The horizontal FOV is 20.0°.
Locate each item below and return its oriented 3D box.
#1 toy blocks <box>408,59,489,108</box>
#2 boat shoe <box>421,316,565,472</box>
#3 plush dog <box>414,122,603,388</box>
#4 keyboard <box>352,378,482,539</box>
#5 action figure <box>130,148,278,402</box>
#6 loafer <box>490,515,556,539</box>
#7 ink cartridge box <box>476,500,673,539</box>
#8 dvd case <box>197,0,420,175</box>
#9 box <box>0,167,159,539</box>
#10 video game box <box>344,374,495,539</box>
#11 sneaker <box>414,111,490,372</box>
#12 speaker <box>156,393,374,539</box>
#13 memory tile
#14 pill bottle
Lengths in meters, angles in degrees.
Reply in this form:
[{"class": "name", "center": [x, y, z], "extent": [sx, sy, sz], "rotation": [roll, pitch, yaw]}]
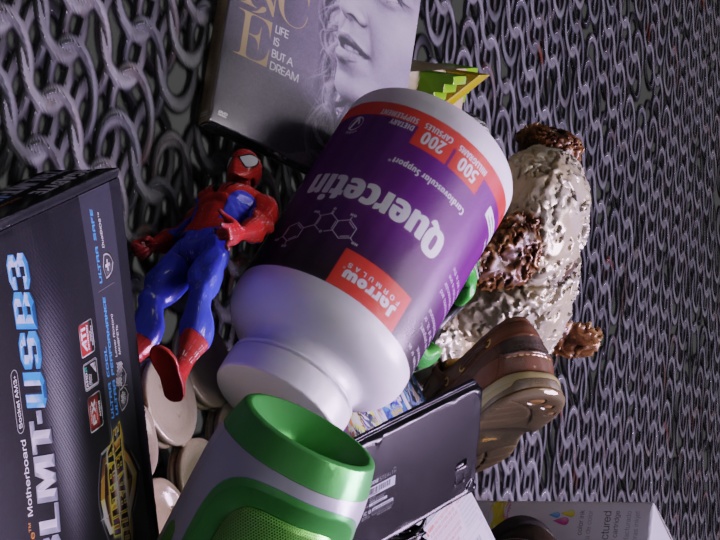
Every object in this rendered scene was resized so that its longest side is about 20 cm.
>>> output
[{"class": "toy blocks", "center": [0.017, -0.072, 1.387], "extent": [0.200, 0.099, 0.138], "rotation": [-15, 114, -67]}, {"class": "boat shoe", "center": [0.077, 0.096, 1.442], "extent": [0.200, 0.071, 0.068], "rotation": [-44, -132, 52]}, {"class": "plush dog", "center": [0.117, -0.012, 1.493], "extent": [0.173, 0.159, 0.201], "rotation": [105, 4, -47]}, {"class": "keyboard", "center": [-0.005, 0.131, 1.172], "extent": [0.199, 0.039, 0.105], "rotation": [-21, 124, -45]}, {"class": "action figure", "center": [-0.089, -0.006, 1.098], "extent": [0.200, 0.065, 0.052], "rotation": [-64, 138, -53]}, {"class": "loafer", "center": [0.067, 0.250, 1.411], "extent": [0.200, 0.071, 0.073], "rotation": [-46, 107, -10]}, {"class": "ink cartridge box", "center": [0.122, 0.251, 1.500], "extent": [0.083, 0.198, 0.147], "rotation": [57, 37, -52]}, {"class": "dvd case", "center": [-0.024, -0.155, 1.254], "extent": [0.148, 0.016, 0.202], "rotation": [23, 64, -36]}, {"class": "box", "center": [-0.159, 0.069, 0.927], "extent": [0.198, 0.049, 0.202], "rotation": [-36, 124, -68]}, {"class": "video game box", "center": [0.015, 0.140, 1.314], "extent": [0.184, 0.046, 0.200], "rotation": [66, 18, -2]}, {"class": "sneaker", "center": [0.047, -0.014, 1.285], "extent": [0.078, 0.085, 0.201], "rotation": [55, 48, -46]}, {"class": "speaker", "center": [-0.070, 0.165, 1.006], "extent": [0.201, 0.088, 0.088], "rotation": [-62, 163, 10]}, {"class": "memory tile", "center": [-0.081, 0.139, 1.115], "extent": [0.202, 0.017, 0.153], "rotation": [69, 26, -14]}, {"class": "pill bottle", "center": [0.000, 0.000, 1.163], "extent": [0.201, 0.112, 0.113], "rotation": [-59, 147, -28]}]
